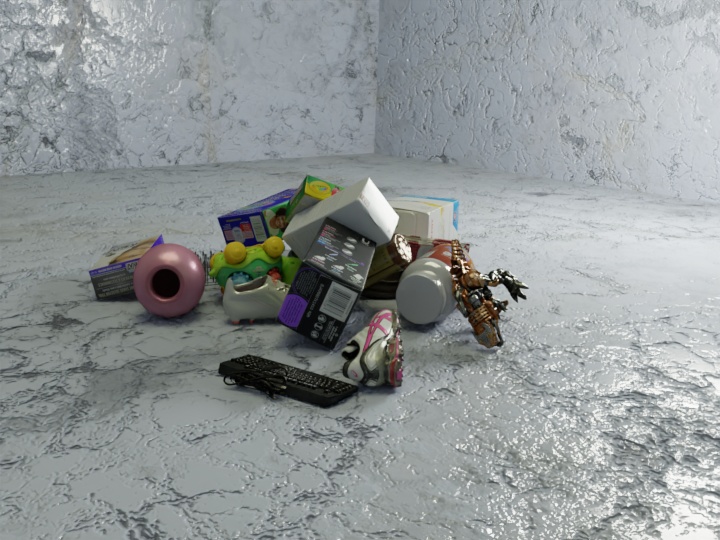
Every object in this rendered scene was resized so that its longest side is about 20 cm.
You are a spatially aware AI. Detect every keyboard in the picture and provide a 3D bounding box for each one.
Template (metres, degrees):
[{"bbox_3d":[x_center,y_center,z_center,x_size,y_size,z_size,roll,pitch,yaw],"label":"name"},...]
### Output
[{"bbox_3d":[-0.106,0.139,1.015,0.196,0.041,0.103,10,16,30],"label":"keyboard"}]

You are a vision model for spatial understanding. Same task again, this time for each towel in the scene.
[{"bbox_3d":[0.109,-0.017,1.477,0.195,0.145,0.023,7,56,-1],"label":"towel"}]

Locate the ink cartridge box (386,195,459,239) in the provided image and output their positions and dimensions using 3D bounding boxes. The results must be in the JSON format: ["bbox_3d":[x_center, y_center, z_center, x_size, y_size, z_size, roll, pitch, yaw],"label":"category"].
[{"bbox_3d":[0.119,-0.078,1.650,0.142,0.151,0.199,9,15,25],"label":"ink cartridge box"}]

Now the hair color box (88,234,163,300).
[{"bbox_3d":[-0.445,-0.011,1.447,0.107,0.066,0.200,-14,17,-2],"label":"hair color box"}]

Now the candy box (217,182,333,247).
[{"bbox_3d":[-0.167,-0.114,1.542,0.198,0.079,0.167,-29,17,-38],"label":"candy box"}]

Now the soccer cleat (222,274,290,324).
[{"bbox_3d":[-0.138,0.046,1.283,0.195,0.079,0.069,-2,15,-17],"label":"soccer cleat"}]

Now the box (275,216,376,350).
[{"bbox_3d":[-0.051,0.016,1.216,0.104,0.124,0.201,26,25,-4],"label":"box"}]

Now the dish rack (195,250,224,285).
[{"bbox_3d":[-0.302,-0.006,1.510,0.196,0.056,0.153,-5,15,-23],"label":"dish rack"}]

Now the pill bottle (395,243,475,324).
[{"bbox_3d":[0.133,0.026,1.328,0.110,0.115,0.200,7,16,20],"label":"pill bottle"}]

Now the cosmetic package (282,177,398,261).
[{"bbox_3d":[-0.037,-0.077,1.339,0.198,0.102,0.075,-22,30,36],"label":"cosmetic package"}]

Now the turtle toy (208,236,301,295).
[{"bbox_3d":[-0.187,0.001,1.390,0.196,0.103,0.145,-8,-6,-26],"label":"turtle toy"}]

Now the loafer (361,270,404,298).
[{"bbox_3d":[0.017,0.012,1.444,0.195,0.073,0.073,-2,15,-15],"label":"loafer"}]

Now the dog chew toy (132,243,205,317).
[{"bbox_3d":[-0.332,0.012,1.325,0.121,0.128,0.200,0,6,-5],"label":"dog chew toy"}]

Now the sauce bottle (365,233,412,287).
[{"bbox_3d":[0.000,0.000,1.349,0.198,0.067,0.066,-26,1,28],"label":"sauce bottle"}]

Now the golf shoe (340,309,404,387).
[{"bbox_3d":[0.017,0.105,1.089,0.090,0.074,0.200,1,15,1],"label":"golf shoe"}]

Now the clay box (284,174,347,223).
[{"bbox_3d":[-0.035,-0.107,1.432,0.196,0.049,0.115,17,-30,-21],"label":"clay box"}]

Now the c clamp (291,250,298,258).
[{"bbox_3d":[-0.081,-0.053,1.528,0.167,0.028,0.200,4,20,10],"label":"c clamp"}]

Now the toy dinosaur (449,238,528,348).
[{"bbox_3d":[0.199,0.033,1.233,0.134,0.205,0.101,9,-20,-40],"label":"toy dinosaur"}]

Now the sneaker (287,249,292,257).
[{"bbox_3d":[-0.042,-0.018,1.564,0.197,0.079,0.139,-18,24,-30],"label":"sneaker"}]
